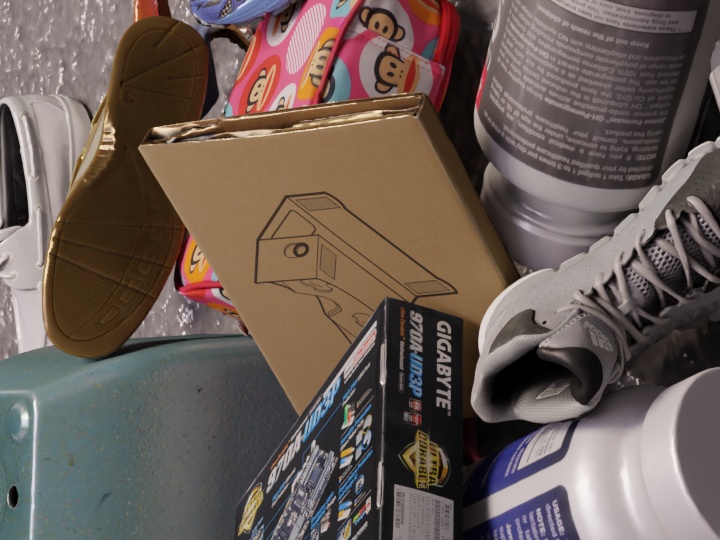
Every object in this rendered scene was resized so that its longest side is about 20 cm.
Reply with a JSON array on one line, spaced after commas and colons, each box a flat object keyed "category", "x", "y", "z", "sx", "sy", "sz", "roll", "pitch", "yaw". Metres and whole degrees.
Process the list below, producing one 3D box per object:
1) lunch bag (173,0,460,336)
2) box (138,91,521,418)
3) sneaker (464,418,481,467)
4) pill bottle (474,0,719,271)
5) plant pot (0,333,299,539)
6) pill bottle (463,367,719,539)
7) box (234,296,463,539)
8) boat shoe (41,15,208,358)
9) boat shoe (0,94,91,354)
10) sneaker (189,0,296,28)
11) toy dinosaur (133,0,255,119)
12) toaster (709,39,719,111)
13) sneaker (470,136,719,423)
[{"category": "lunch bag", "x": -0.034, "y": -0.066, "z": 1.475, "sx": 0.176, "sy": 0.082, "sz": 0.201, "roll": -4, "pitch": 64, "yaw": 62}, {"category": "box", "x": 0.000, "y": 0.000, "z": 1.334, "sx": 0.163, "sy": 0.201, "sz": 0.021, "roll": -5, "pitch": 41, "yaw": 31}, {"category": "sneaker", "x": 0.021, "y": 0.102, "z": 1.446, "sx": 0.095, "sy": 0.079, "sz": 0.201, "roll": 34, "pitch": 116, "yaw": 38}, {"category": "pill bottle", "x": 0.115, "y": -0.099, "z": 1.275, "sx": 0.111, "sy": 0.110, "sz": 0.201, "roll": 54, "pitch": 143, "yaw": 42}, {"category": "plant pot", "x": -0.135, "y": 0.130, "z": 1.544, "sx": 0.195, "sy": 0.199, "sz": 0.198, "roll": -3, "pitch": 84, "yaw": 55}, {"category": "pill bottle", "x": 0.119, "y": 0.122, "z": 1.259, "sx": 0.200, "sy": 0.115, "sz": 0.116, "roll": -32, "pitch": 61, "yaw": 49}, {"category": "box", "x": -0.011, "y": 0.135, "z": 1.325, "sx": 0.200, "sy": 0.046, "sz": 0.160, "roll": 125, "pitch": 156, "yaw": -43}, {"category": "boat shoe", "x": -0.130, "y": -0.041, "z": 1.509, "sx": 0.066, "sy": 0.074, "sz": 0.201, "roll": 115, "pitch": 173, "yaw": -76}, {"category": "boat shoe", "x": -0.220, "y": -0.020, "z": 1.789, "sx": 0.072, "sy": 0.068, "sz": 0.201, "roll": 4, "pitch": 90, "yaw": 54}, {"category": "sneaker", "x": -0.036, "y": -0.221, "z": 1.471, "sx": 0.200, "sy": 0.078, "sz": 0.075, "roll": -53, "pitch": 18, "yaw": 8}, {"category": "toy dinosaur", "x": -0.133, "y": -0.079, "z": 1.615, "sx": 0.182, "sy": 0.200, "sz": 0.105, "roll": -50, "pitch": 22, "yaw": -4}, {"category": "toaster", "x": 0.243, "y": -0.060, "z": 1.110, "sx": 0.200, "sy": 0.113, "sz": 0.130, "roll": -26, "pitch": 70, "yaw": 48}, {"category": "sneaker", "x": 0.131, "y": 0.016, "z": 1.218, "sx": 0.200, "sy": 0.116, "sz": 0.075, "roll": -37, "pitch": 97, "yaw": 25}]
